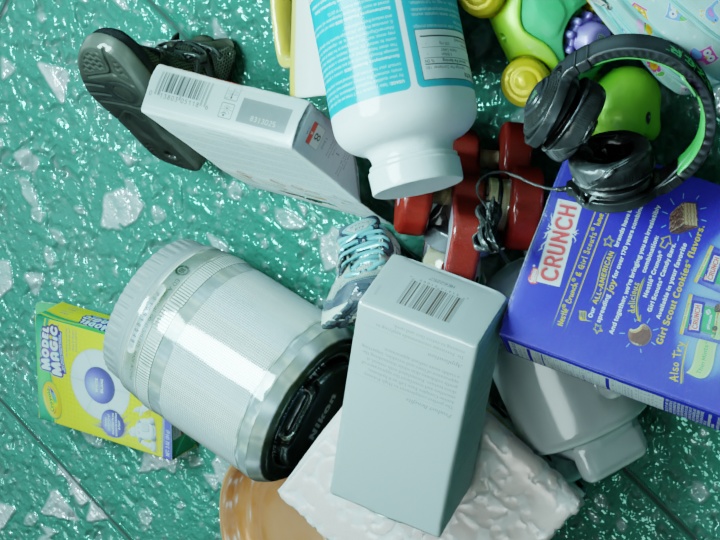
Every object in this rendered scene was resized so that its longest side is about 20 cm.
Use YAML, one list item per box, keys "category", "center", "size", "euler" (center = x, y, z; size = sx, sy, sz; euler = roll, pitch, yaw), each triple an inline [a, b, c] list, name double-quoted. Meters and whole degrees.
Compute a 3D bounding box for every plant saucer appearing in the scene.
- category: "plant saucer"
  center: [-0.066, 0.264, 1.823]
  size: [0.200, 0.037, 0.202]
  euler: [27, 124, 48]

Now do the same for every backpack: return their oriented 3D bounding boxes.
- category: "backpack"
  center: [0.228, -0.232, 1.411]
  size: [0.200, 0.167, 0.126]
  euler: [47, 133, -4]

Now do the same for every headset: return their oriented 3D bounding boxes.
- category: "headset"
  center: [0.163, -0.084, 1.398]
  size: [0.199, 0.094, 0.124]
  euler: [-32, 113, 28]

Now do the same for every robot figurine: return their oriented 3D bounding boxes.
- category: "robot figurine"
  center: [0.162, 0.072, 1.579]
  size: [0.169, 0.112, 0.201]
  euler: [-15, 100, 63]

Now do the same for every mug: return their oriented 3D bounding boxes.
- category: "mug"
  center: [-0.009, -0.222, 1.574]
  size: [0.185, 0.149, 0.155]
  euler: [-5, 97, 20]

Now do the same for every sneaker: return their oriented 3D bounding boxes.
- category: "sneaker"
  center: [-0.175, -0.180, 1.694]
  size: [0.076, 0.199, 0.115]
  euler: [14, 73, 30]
- category: "sneaker"
  center: [0.000, 0.000, 1.625]
  size: [0.077, 0.200, 0.087]
  euler: [-11, 92, 3]

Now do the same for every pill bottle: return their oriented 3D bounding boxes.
- category: "pill bottle"
  center: [0.024, -0.158, 1.438]
  size: [0.110, 0.110, 0.202]
  euler: [-16, 81, 37]

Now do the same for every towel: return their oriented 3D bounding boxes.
- category: "towel"
  center: [0.056, 0.183, 1.595]
  size: [0.200, 0.032, 0.191]
  euler: [41, 118, 5]

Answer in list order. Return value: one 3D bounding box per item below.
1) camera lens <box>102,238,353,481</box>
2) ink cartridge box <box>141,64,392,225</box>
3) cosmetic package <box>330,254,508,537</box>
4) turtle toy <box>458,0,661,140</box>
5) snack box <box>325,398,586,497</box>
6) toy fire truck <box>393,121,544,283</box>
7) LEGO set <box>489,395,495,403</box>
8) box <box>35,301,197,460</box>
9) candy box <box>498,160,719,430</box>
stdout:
- category: "camera lens"
  center: [-0.111, 0.082, 1.742]
  size: [0.199, 0.160, 0.161]
  euler: [31, 122, 21]
- category: "ink cartridge box"
  center: [-0.070, -0.106, 1.654]
  size: [0.161, 0.200, 0.050]
  euler: [16, 83, 30]
- category: "cosmetic package"
  center: [0.043, 0.098, 1.490]
  size: [0.101, 0.074, 0.201]
  euler: [22, 130, 15]
- category: "turtle toy"
  center: [0.158, -0.175, 1.491]
  size: [0.101, 0.146, 0.201]
  euler: [-27, 91, 16]
- category: "snack box"
  center: [0.080, 0.161, 1.637]
  size: [0.200, 0.037, 0.116]
  euler: [43, 96, 3]
- category: "toy fire truck"
  center: [0.076, -0.027, 1.561]
  size: [0.111, 0.200, 0.169]
  euler: [6, 118, -4]
- category: "LEGO set"
  center: [0.054, 0.204, 1.698]
  size: [0.153, 0.116, 0.202]
  euler: [3, 109, 33]
- category: "box"
  center: [-0.253, 0.105, 1.921]
  size: [0.199, 0.048, 0.118]
  euler: [14, 114, 32]
- category: "candy box"
  center: [0.225, 0.013, 1.461]
  size: [0.199, 0.077, 0.170]
  euler: [20, 78, 12]
